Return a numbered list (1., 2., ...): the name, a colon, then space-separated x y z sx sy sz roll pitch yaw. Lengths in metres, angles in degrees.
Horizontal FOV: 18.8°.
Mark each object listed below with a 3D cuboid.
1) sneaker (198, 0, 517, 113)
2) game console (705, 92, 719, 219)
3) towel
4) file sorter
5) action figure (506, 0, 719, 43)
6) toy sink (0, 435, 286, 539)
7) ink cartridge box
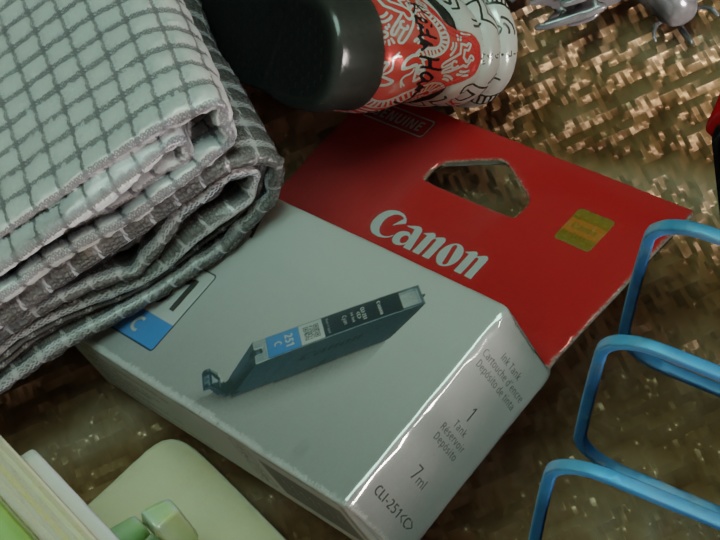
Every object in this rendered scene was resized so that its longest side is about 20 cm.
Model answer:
1. sneaker: -0.018 -0.111 0.939 0.107 0.068 0.201 -4 19 -32
2. game console: 0.204 0.009 0.740 0.176 0.200 0.031 23 70 23
3. towel: -0.142 -0.042 0.882 0.200 0.086 0.166 -34 49 7
4. file sorter: 0.115 0.104 0.733 0.122 0.139 0.201 22 69 9
5. action figure: 0.099 -0.182 0.946 0.130 0.069 0.201 -25 72 -9
6. toy sink: -0.113 0.147 0.791 0.200 0.112 0.130 -42 62 -11
7. ink cartridge box: 0.000 0.000 0.843 0.176 0.045 0.200 -49 40 -14
